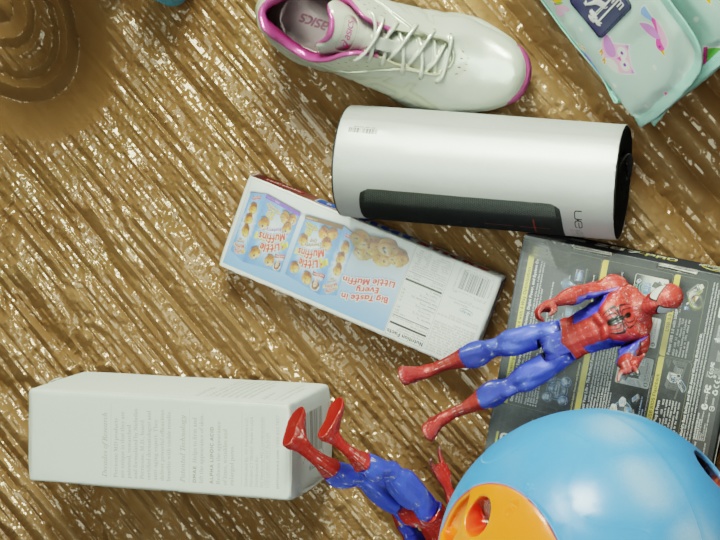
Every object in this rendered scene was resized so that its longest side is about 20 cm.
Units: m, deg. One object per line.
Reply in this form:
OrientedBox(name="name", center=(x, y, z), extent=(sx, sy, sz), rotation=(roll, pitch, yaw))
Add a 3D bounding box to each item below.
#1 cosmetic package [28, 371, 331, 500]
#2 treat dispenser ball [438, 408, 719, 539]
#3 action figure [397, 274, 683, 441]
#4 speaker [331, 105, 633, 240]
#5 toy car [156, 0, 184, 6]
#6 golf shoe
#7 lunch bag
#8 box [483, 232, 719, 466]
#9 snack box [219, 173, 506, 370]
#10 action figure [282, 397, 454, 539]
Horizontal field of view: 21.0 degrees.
OrientedBox(name="cosmetic package", center=(-0.129, 0.117, 1.405), extent=(0.199, 0.102, 0.074), rotation=(1, 94, 17))
OrientedBox(name="treat dispenser ball", center=(0.147, 0.188, 1.235), extent=(0.200, 0.201, 0.202), rotation=(2, 96, 15))
OrientedBox(name="action figure", center=(0.119, 0.056, 1.285), extent=(0.199, 0.099, 0.065), rotation=(-25, 89, 15))
OrientedBox(name="speaker", center=(0.086, -0.069, 1.336), extent=(0.199, 0.081, 0.082), rotation=(6, 97, 14))
OrientedBox(name="toy car", center=(-0.199, -0.287, 1.329), extent=(0.184, 0.200, 0.177), rotation=(28, 102, 11))
OrientedBox(name="golf shoe", center=(0.018, -0.152, 1.341), extent=(0.199, 0.092, 0.076), rotation=(14, 98, 12))
OrientedBox(name="lunch bag", center=(0.206, -0.214, 1.268), extent=(0.200, 0.122, 0.171), rotation=(-40, 87, 24))
OrientedBox(name="box", center=(0.174, 0.085, 1.344), extent=(0.160, 0.049, 0.201), rotation=(11, 99, 12))
OrientedBox(name="snack box", center=(0.000, 0.000, 1.395), extent=(0.199, 0.024, 0.072), rotation=(23, 102, 12))
OrientedBox(name="action figure", center=(0.034, 0.159, 1.352), extent=(0.065, 0.052, 0.200), rotation=(-21, 125, 41))
